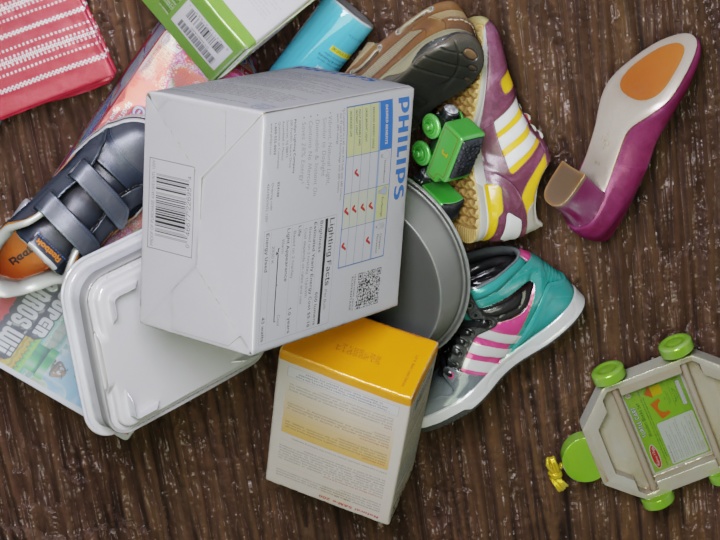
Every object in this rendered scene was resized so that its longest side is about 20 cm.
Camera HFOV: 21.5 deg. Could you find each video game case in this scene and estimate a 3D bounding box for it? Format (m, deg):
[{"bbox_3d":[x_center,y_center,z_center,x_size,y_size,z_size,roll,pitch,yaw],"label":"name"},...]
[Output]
[{"bbox_3d":[-0.250,0.046,1.675,0.200,0.017,0.143,33,102,-19],"label":"video game case"}]

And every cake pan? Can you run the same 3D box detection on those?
[{"bbox_3d":[0.000,0.000,1.690,0.200,0.037,0.201,13,121,23],"label":"cake pan"}]

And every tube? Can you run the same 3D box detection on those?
[{"bbox_3d":[-0.069,-0.152,1.669,0.200,0.050,0.077,-51,145,14],"label":"tube"}]

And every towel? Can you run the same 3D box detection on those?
[{"bbox_3d":[-0.306,-0.227,1.598,0.144,0.022,0.200,-20,109,7],"label":"towel"}]

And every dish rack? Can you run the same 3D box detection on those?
[{"bbox_3d":[-0.156,0.042,1.627,0.200,0.043,0.172,-28,124,-36],"label":"dish rack"}]

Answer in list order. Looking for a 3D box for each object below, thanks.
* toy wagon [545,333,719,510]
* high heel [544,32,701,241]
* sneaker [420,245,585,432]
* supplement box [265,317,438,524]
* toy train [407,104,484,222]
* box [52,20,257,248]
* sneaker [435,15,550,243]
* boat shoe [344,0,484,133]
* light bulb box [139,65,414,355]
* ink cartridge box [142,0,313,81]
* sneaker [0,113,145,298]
[{"bbox_3d":[0.269,0.152,1.806,0.200,0.040,0.155,-22,110,6],"label":"toy wagon"},{"bbox_3d":[0.251,-0.116,1.706,0.200,0.067,0.096,-56,139,1],"label":"high heel"},{"bbox_3d":[0.095,0.049,1.734,0.200,0.084,0.121,-40,112,3],"label":"sneaker"},{"bbox_3d":[-0.010,0.128,1.705,0.126,0.074,0.200,20,140,9],"label":"supplement box"},{"bbox_3d":[0.060,-0.057,1.680,0.042,0.056,0.200,-17,140,-38],"label":"toy train"},{"bbox_3d":[-0.182,-0.119,1.651,0.095,0.103,0.200,33,105,-13],"label":"box"},{"bbox_3d":[0.122,-0.126,1.686,0.090,0.075,0.201,-7,104,-29],"label":"sneaker"},{"bbox_3d":[0.025,-0.163,1.661,0.200,0.074,0.076,-32,138,28],"label":"boat shoe"},{"bbox_3d":[-0.067,-0.055,1.550,0.125,0.200,0.199,15,109,34],"label":"light bulb box"},{"bbox_3d":[-0.090,-0.277,1.587,0.148,0.076,0.200,50,58,-5],"label":"ink cartridge box"},{"bbox_3d":[-0.237,-0.045,1.583,0.200,0.079,0.078,-42,106,12],"label":"sneaker"}]
